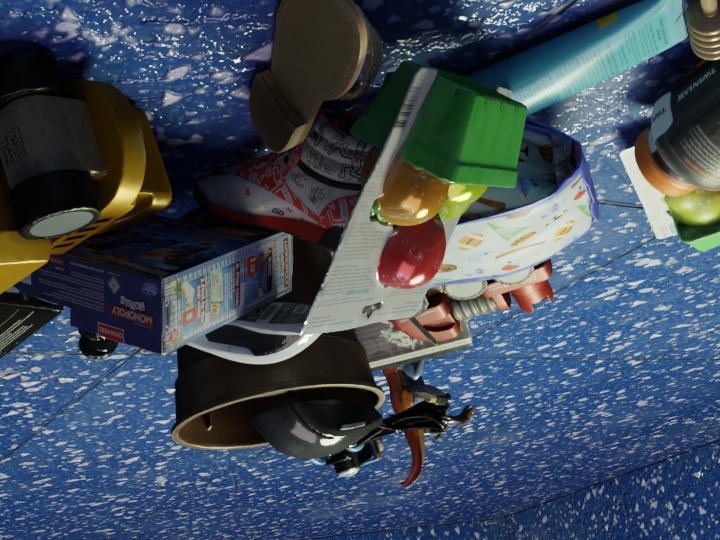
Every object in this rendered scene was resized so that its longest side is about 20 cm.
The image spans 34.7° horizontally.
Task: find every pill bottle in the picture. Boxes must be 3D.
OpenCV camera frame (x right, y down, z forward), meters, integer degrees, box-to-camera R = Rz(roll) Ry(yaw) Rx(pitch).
[{"bbox_3d":[0.320,-0.137,0.976,0.106,0.107,0.200,-1,157,-28],"label":"pill bottle"}]

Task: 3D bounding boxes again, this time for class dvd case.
[{"bbox_3d":[0.041,0.044,1.331,0.148,0.016,0.200,-15,138,6],"label":"dvd case"}]

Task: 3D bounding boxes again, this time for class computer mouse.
[{"bbox_3d":[-0.124,0.053,0.962,0.199,0.044,0.110,4,-167,10],"label":"computer mouse"},{"bbox_3d":[0.002,0.142,1.049,0.140,0.046,0.200,-21,158,25],"label":"computer mouse"}]

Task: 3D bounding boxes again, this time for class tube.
[{"bbox_3d":[0.161,-0.161,0.912,0.199,0.051,0.077,-22,162,13],"label":"tube"}]

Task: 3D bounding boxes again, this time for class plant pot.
[{"bbox_3d":[-0.092,0.047,1.096,0.200,0.199,0.200,-10,160,-4],"label":"plant pot"}]

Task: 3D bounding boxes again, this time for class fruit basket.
[{"bbox_3d":[0.034,-0.050,0.843,0.185,0.094,0.200,-6,128,-61],"label":"fruit basket"},{"bbox_3d":[0.366,-0.105,1.152,0.185,0.094,0.200,-19,143,18],"label":"fruit basket"}]

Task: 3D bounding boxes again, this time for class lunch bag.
[{"bbox_3d":[0.107,-0.065,1.025,0.199,0.124,0.170,-7,163,15],"label":"lunch bag"}]

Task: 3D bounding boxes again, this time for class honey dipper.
[{"bbox_3d":[0.250,-0.214,0.831,0.038,0.038,0.200,-17,158,14],"label":"honey dipper"}]

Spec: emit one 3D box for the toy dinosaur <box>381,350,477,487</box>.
[{"bbox_3d":[0.060,0.131,1.429,0.181,0.200,0.105,42,148,-13],"label":"toy dinosaur"}]

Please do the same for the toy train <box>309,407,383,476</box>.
[{"bbox_3d":[-0.027,0.155,1.435,0.087,0.201,0.114,-26,166,34],"label":"toy train"}]

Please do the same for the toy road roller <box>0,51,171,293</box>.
[{"bbox_3d":[-0.233,-0.062,0.844,0.200,0.123,0.146,-27,167,33],"label":"toy road roller"}]

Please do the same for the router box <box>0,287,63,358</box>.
[{"bbox_3d":[-0.404,0.047,1.127,0.149,0.051,0.200,9,151,-42],"label":"router box"}]

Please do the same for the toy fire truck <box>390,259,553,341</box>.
[{"bbox_3d":[0.127,0.016,1.232,0.176,0.129,0.200,-19,136,17],"label":"toy fire truck"}]

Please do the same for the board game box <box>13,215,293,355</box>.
[{"bbox_3d":[-0.160,-0.001,0.956,0.200,0.062,0.200,13,-163,36],"label":"board game box"}]

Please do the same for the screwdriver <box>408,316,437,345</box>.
[{"bbox_3d":[0.000,0.000,1.073,0.029,0.200,0.028,-36,-171,25],"label":"screwdriver"}]

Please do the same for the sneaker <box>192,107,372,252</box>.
[{"bbox_3d":[-0.053,-0.085,0.958,0.201,0.108,0.067,18,-166,37],"label":"sneaker"}]

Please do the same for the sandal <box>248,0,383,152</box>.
[{"bbox_3d":[-0.020,-0.153,0.820,0.070,0.078,0.212,-29,175,-26],"label":"sandal"}]

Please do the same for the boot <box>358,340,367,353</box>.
[{"bbox_3d":[-0.100,0.100,1.361,0.199,0.072,0.155,19,154,-9],"label":"boot"}]
